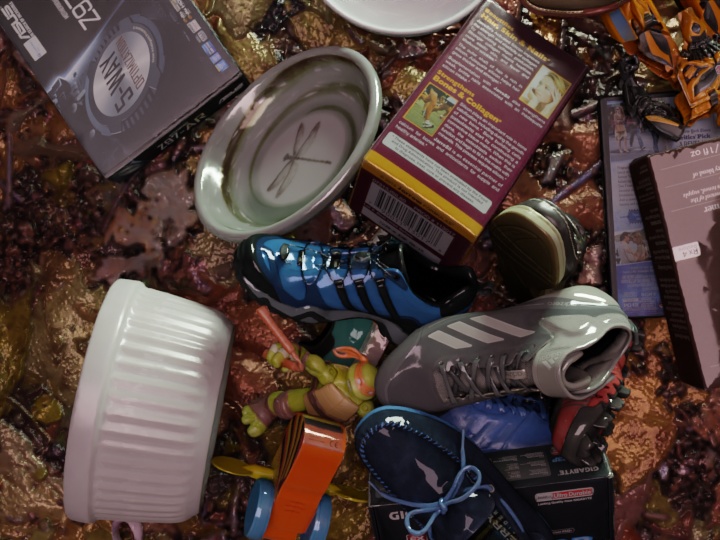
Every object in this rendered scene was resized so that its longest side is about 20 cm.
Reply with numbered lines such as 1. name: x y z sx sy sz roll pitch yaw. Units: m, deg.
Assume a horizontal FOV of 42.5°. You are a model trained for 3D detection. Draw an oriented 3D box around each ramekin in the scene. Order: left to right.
1. ramekin: -0.170 0.115 0.778 0.103 0.200 0.203 10 90 -5

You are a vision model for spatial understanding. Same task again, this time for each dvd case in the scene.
1. dvd case: 0.289 -0.060 0.833 0.140 0.018 0.203 -3 90 5

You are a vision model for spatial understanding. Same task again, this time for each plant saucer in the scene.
1. plant saucer: -0.056 -0.102 0.810 0.198 0.050 0.202 -21 50 27

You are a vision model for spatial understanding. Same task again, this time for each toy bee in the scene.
1. toy bee: -0.071 0.187 0.773 0.130 0.109 0.200 36 107 -22

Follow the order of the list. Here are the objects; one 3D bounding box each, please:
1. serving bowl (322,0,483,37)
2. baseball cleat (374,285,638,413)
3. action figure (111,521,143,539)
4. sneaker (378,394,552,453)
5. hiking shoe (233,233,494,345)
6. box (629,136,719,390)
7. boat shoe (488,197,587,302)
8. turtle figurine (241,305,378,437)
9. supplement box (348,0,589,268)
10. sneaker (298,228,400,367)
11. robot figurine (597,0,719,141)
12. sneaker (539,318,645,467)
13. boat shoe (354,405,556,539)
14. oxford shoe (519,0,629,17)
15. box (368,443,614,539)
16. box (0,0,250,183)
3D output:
1. serving bowl: 0.041 -0.304 0.832 0.197 0.066 0.204 0 89 5
2. baseball cleat: 0.105 0.066 0.685 0.198 0.107 0.070 -24 109 3
3. action figure: -0.166 0.337 0.837 0.198 0.134 0.150 24 48 -8
4. sneaker: 0.112 0.119 0.812 0.197 0.077 0.113 -18 97 10
5. hiking shoe: 0.000 0.000 0.731 0.197 0.087 0.075 16 45 -20
6. box: 0.304 -0.010 0.787 0.099 0.075 0.203 -15 90 3
7. boat shoe: 0.151 -0.021 0.757 0.066 0.201 0.072 -45 71 -7
8. turtle figurine: -0.035 0.107 0.789 0.199 0.065 0.161 38 135 -17
9. supplement box: 0.091 -0.113 0.778 0.110 0.086 0.201 34 66 4
10. sneaker: 0.009 0.006 0.825 0.079 0.071 0.202 26 92 0
11. robot figurine: 0.278 -0.214 0.806 0.143 0.058 0.202 -26 77 4
12. sneaker: 0.172 0.087 0.761 0.097 0.200 0.072 22 119 12
13. boat shoe: 0.082 0.174 0.691 0.199 0.069 0.085 34 108 -11
14. oxford shoe: 0.224 -0.266 0.756 0.197 0.075 0.071 -17 77 6
15. box: 0.114 0.227 0.788 0.197 0.046 0.161 -8 122 4
16. box: -0.223 -0.210 0.860 0.159 0.044 0.201 -35 87 2
